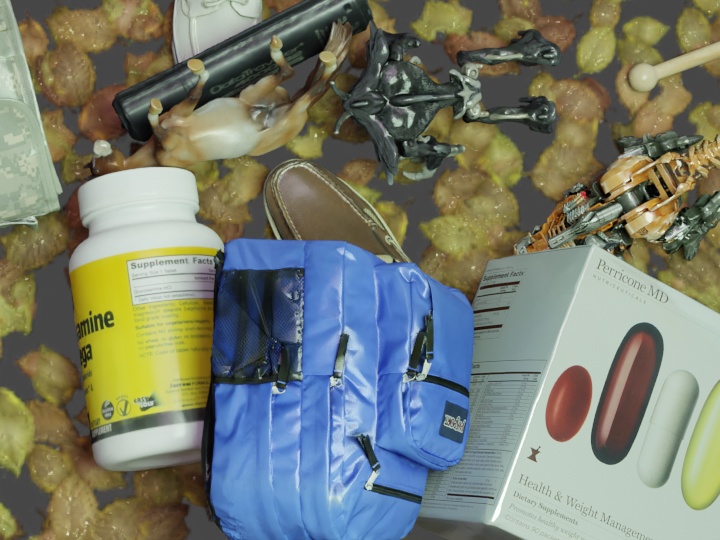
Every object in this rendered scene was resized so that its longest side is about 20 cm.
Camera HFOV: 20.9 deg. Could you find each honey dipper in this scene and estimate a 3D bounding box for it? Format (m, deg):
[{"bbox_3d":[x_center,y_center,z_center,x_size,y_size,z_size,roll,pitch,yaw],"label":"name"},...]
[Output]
[{"bbox_3d":[0.299,-0.181,1.516,0.200,0.038,0.038,-20,81,-7],"label":"honey dipper"}]

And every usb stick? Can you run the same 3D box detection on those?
[{"bbox_3d":[-0.085,-0.151,1.411,0.200,0.055,0.033,-27,66,0],"label":"usb stick"}]

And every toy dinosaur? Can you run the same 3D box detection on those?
[{"bbox_3d":[0.205,-0.046,1.418,0.200,0.136,0.102,-8,95,33],"label":"toy dinosaur"}]

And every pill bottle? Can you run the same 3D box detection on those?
[{"bbox_3d":[-0.144,0.034,1.375,0.112,0.112,0.200,-8,79,-8],"label":"pill bottle"}]

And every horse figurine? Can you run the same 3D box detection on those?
[{"bbox_3d":[-0.091,-0.113,1.377,0.200,0.133,0.050,-20,70,-22],"label":"horse figurine"}]

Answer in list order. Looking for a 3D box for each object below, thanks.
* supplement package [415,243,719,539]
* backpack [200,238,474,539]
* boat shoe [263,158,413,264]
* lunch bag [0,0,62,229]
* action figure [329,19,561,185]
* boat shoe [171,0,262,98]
[{"bbox_3d":[0.164,0.115,1.353,0.191,0.147,0.200,26,75,-21],"label":"supplement package"},{"bbox_3d":[-0.017,0.090,1.283,0.168,0.162,0.200,1,78,28],"label":"backpack"},{"bbox_3d":[0.005,-0.004,1.420,0.075,0.075,0.202,-39,85,-13],"label":"boat shoe"},{"bbox_3d":[-0.312,-0.113,1.387,0.164,0.118,0.200,-15,86,-10],"label":"lunch bag"},{"bbox_3d":[0.049,-0.125,1.436,0.200,0.102,0.119,-8,90,-30],"label":"action figure"},{"bbox_3d":[-0.103,-0.213,1.453,0.071,0.070,0.200,3,81,-5],"label":"boat shoe"}]
